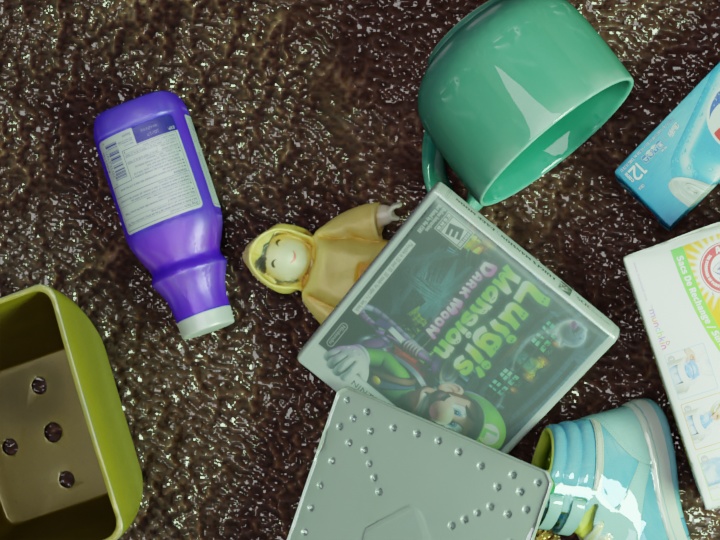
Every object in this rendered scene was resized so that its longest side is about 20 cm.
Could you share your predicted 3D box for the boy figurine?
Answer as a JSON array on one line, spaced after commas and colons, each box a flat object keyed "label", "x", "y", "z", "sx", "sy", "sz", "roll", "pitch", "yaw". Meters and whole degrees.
[{"label": "boy figurine", "x": 0.000, "y": 0.000, "z": 1.322, "sx": 0.198, "sy": 0.064, "sz": 0.126, "roll": 18, "pitch": 94, "yaw": 7}]

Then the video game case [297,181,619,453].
[{"label": "video game case", "x": 0.073, "y": 0.058, "z": 1.269, "sx": 0.181, "sy": 0.023, "sz": 0.200, "roll": 38, "pitch": 119, "yaw": -2}]

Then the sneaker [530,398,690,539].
[{"label": "sneaker", "x": 0.185, "y": 0.207, "z": 1.254, "sx": 0.129, "sy": 0.080, "sz": 0.203, "roll": -6, "pitch": 77, "yaw": -14}]

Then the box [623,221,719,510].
[{"label": "box", "x": 0.280, "y": 0.069, "z": 1.242, "sx": 0.100, "sy": 0.112, "sz": 0.202, "roll": -19, "pitch": 84, "yaw": 9}]

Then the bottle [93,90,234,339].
[{"label": "bottle", "x": -0.158, "y": -0.045, "z": 1.350, "sx": 0.083, "sy": 0.065, "sz": 0.202, "roll": -20, "pitch": 85, "yaw": 10}]

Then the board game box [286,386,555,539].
[{"label": "board game box", "x": 0.036, "y": 0.217, "z": 1.247, "sx": 0.198, "sy": 0.026, "sz": 0.202, "roll": 20, "pitch": 92, "yaw": 31}]

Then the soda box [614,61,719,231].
[{"label": "soda box", "x": 0.290, "y": -0.125, "z": 1.268, "sx": 0.064, "sy": 0.068, "sz": 0.200, "roll": 44, "pitch": 96, "yaw": 9}]

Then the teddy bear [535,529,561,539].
[{"label": "teddy bear", "x": 0.121, "y": 0.286, "z": 1.254, "sx": 0.143, "sy": 0.067, "sz": 0.202, "roll": 7, "pitch": 60, "yaw": 3}]

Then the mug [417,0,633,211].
[{"label": "mug", "x": 0.107, "y": -0.133, "z": 1.260, "sx": 0.184, "sy": 0.152, "sz": 0.115, "roll": -38, "pitch": 79, "yaw": 7}]

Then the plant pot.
[{"label": "plant pot", "x": -0.281, "y": 0.137, "z": 1.311, "sx": 0.198, "sy": 0.176, "sz": 0.202, "roll": -19, "pitch": 86, "yaw": 9}]
